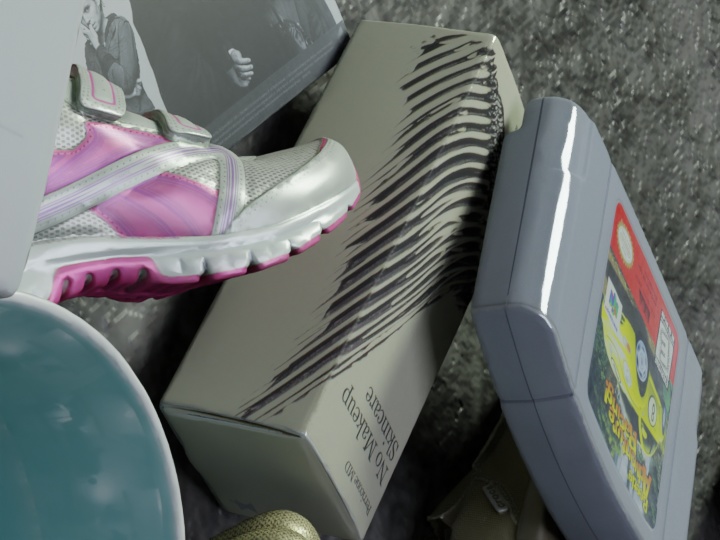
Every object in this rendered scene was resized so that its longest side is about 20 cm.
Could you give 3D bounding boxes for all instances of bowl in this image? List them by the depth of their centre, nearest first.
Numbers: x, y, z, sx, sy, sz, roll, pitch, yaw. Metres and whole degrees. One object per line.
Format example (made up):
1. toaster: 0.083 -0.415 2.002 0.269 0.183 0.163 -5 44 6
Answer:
1. bowl: -0.158 0.099 0.690 0.200 0.105 0.202 -12 106 -51

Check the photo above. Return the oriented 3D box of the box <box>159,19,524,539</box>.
1. box: 0.000 0.000 0.895 0.201 0.068 0.082 -65 149 -28

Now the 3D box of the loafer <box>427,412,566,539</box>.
1. loafer: 0.067 0.108 0.974 0.201 0.068 0.076 -69 144 -47

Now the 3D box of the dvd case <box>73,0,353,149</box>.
1. dvd case: -0.087 -0.140 0.861 0.150 0.025 0.201 -42 116 -40

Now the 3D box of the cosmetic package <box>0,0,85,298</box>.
1. cosmetic package: -0.196 -0.087 0.611 0.164 0.199 0.166 26 68 -42

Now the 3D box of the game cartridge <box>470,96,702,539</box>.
1. game cartridge: 0.100 0.043 0.940 0.200 0.041 0.134 60 37 -42

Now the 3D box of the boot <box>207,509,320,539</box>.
1. boot: -0.074 0.192 0.797 0.072 0.201 0.156 28 21 -14

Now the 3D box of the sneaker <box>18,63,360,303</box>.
1. sneaker: -0.090 -0.033 0.789 0.199 0.081 0.089 -11 88 -32
